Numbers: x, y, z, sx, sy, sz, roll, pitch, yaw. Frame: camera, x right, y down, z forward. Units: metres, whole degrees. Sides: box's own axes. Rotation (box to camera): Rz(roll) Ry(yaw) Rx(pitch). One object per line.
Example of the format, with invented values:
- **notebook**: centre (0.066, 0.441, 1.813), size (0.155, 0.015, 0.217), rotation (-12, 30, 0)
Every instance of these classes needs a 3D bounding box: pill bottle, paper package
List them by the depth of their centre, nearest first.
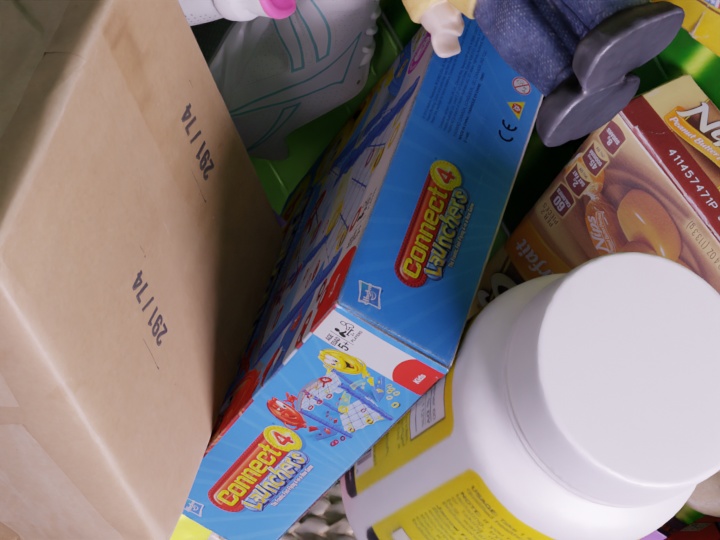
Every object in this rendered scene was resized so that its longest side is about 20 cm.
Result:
- **pill bottle**: centre (0.075, 0.069, 0.960), size (0.114, 0.114, 0.200), rotation (48, 152, 0)
- **paper package**: centre (-0.128, -0.012, 0.967), size (0.103, 0.191, 0.200), rotation (1, 141, 24)

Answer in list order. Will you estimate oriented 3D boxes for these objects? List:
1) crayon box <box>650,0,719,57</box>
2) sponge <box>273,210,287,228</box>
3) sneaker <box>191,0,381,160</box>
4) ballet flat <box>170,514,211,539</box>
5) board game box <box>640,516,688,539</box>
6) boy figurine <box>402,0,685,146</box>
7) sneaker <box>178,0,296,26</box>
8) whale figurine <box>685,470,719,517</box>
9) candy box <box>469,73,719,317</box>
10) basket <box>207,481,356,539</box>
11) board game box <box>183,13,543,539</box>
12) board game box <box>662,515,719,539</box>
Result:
- **crayon box**: centre (0.214, -0.104, 0.877), size (0.200, 0.051, 0.127), rotation (38, 140, 10)
- **sponge**: centre (-0.141, 0.018, 1.113), size (0.112, 0.200, 0.030), rotation (39, 176, 25)
- **sneaker**: centre (-0.022, -0.125, 1.068), size (0.080, 0.071, 0.200), rotation (21, 134, -30)
- **ballet flat**: centre (-0.139, 0.143, 1.088), size (0.200, 0.067, 0.067), rotation (-42, 76, 17)
- **board game box**: centre (0.089, 0.191, 1.194), size (0.120, 0.032, 0.200), rotation (30, 115, 14)
- **boy figurine**: centre (0.045, -0.150, 0.936), size (0.200, 0.064, 0.124), rotation (50, 135, 16)
- **sneaker**: centre (-0.095, -0.194, 1.000), size (0.088, 0.081, 0.201), rotation (-18, 76, 16)
- **whale figurine**: centre (0.209, 0.068, 0.997), size (0.159, 0.104, 0.200), rotation (14, 167, -16)
- **candy box**: centre (0.120, 0.018, 1.042), size (0.116, 0.055, 0.200), rotation (54, 141, 15)
- **basket**: centre (-0.093, 0.146, 1.207), size (0.198, 0.200, 0.161), rotation (35, 109, 14)
- **board game box**: centre (0.000, 0.000, 1.034), size (0.056, 0.200, 0.196), rotation (29, 141, -10)
- **board game box**: centre (0.213, 0.134, 1.032), size (0.200, 0.103, 0.020), rotation (-5, 102, 43)
